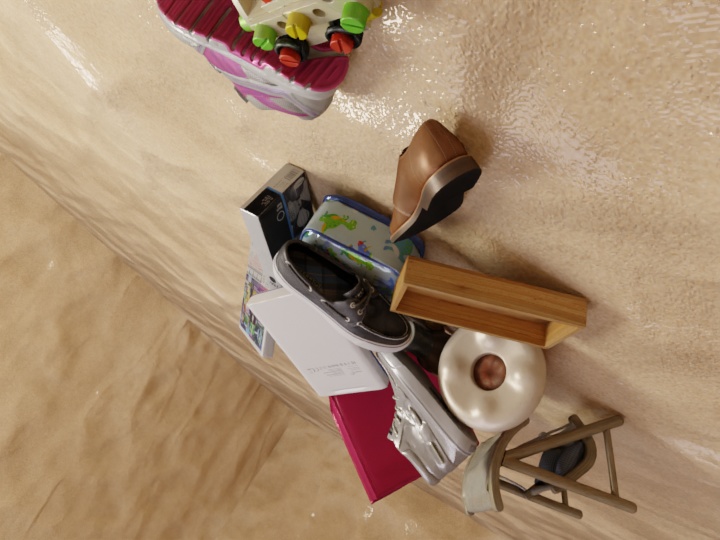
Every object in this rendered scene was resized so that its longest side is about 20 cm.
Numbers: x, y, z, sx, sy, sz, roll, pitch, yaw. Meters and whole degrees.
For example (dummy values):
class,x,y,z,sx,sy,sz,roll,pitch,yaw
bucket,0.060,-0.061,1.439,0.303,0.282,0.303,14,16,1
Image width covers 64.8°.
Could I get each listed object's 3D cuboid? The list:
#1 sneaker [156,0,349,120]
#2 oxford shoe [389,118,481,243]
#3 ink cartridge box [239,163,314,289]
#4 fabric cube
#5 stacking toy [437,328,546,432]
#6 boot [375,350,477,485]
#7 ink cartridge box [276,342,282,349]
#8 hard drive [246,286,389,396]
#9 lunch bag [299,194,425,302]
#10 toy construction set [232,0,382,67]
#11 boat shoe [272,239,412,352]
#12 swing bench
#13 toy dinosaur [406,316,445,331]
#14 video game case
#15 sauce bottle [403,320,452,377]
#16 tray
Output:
class,x,y,z,sx,sy,sz,roll,pitch,yaw
sneaker,-0.105,-0.202,0.533,0.198,0.082,0.088,34,158,6
oxford shoe,0.062,-0.084,0.571,0.072,0.070,0.200,61,163,11
ink cartridge box,-0.103,-0.042,0.809,0.039,0.100,0.202,25,149,24
fabric cube,0.068,0.280,1.032,0.201,0.196,0.199,95,150,-66
stacking toy,0.207,0.157,0.799,0.144,0.149,0.199,20,173,35
boot,0.063,0.192,0.780,0.201,0.096,0.073,50,-167,29
ink cartridge box,-0.090,0.128,1.125,0.146,0.086,0.200,40,180,-12
hard drive,-0.059,0.103,0.821,0.130,0.026,0.202,-14,123,32
lunch bag,0.000,0.000,0.770,0.158,0.083,0.201,27,151,10
toy construction set,-0.057,-0.216,0.409,0.198,0.094,0.130,27,-176,43
boat shoe,-0.016,0.027,0.686,0.198,0.070,0.066,37,152,0
swing bench,0.259,0.291,0.836,0.195,0.133,0.200,2,156,-2
toy dinosaur,0.108,0.092,0.890,0.199,0.061,0.106,39,-176,3
video game case,-0.169,0.032,0.972,0.023,0.187,0.199,7,-174,-24
sauce bottle,0.125,0.125,0.831,0.199,0.066,0.064,33,165,-37
tray,0.137,0.038,0.637,0.195,0.038,0.099,13,158,-1
